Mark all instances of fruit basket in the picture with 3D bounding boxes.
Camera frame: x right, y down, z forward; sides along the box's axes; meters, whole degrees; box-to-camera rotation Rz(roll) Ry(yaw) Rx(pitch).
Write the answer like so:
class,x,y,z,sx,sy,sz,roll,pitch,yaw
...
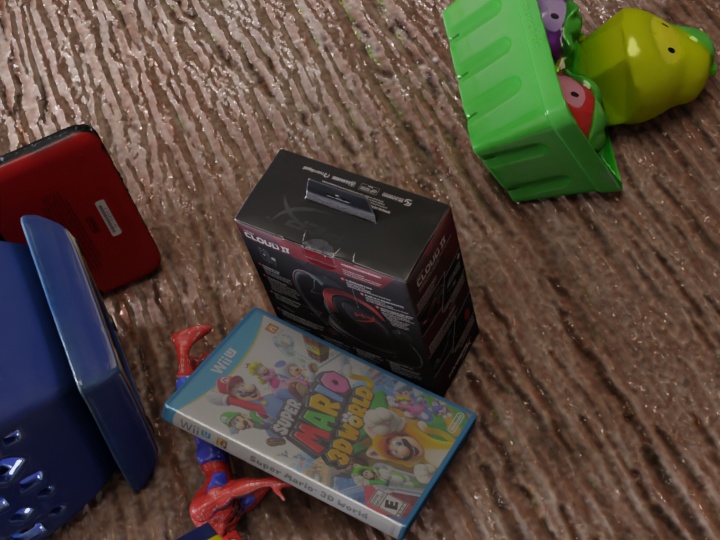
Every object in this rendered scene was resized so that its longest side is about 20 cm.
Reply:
class,x,y,z,sx,sy,sz,roll,pitch,yaw
fruit basket,0.190,-0.171,1.247,0.215,0.156,0.216,-15,56,24

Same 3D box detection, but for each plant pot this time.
class,x,y,z,sx,sy,sz,roll,pitch,yaw
plant pot,-0.269,0.088,1.141,0.179,0.200,0.200,-21,56,-8

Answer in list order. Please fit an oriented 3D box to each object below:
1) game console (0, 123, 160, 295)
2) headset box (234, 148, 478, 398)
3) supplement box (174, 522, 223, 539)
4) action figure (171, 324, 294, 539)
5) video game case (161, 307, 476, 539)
class,x,y,z,sx,sy,sz,roll,pitch,yaw
game console,-0.282,-0.061,1.232,0.172,0.200,0.119,-24,57,-4
headset box,0.000,0.000,1.132,0.148,0.200,0.075,20,64,24
supplement box,-0.093,0.291,1.001,0.109,0.110,0.200,-24,52,-32
action figure,-0.089,0.132,1.147,0.099,0.065,0.200,-14,55,8
video game case,-0.028,0.110,1.119,0.200,0.018,0.143,25,39,13
